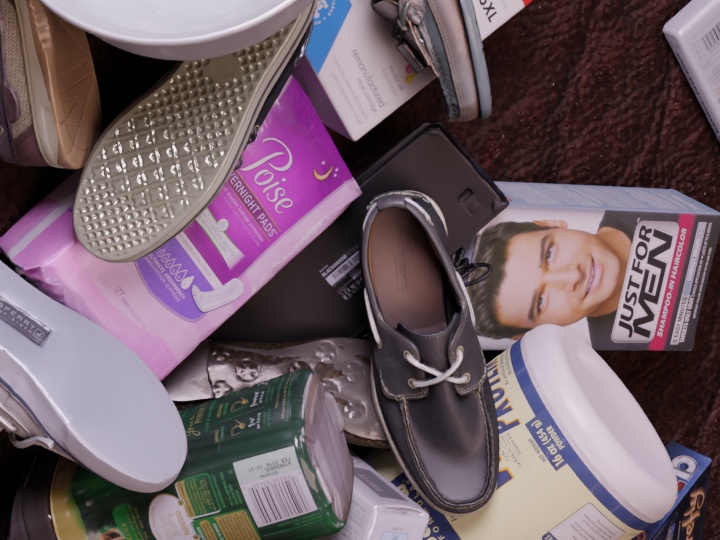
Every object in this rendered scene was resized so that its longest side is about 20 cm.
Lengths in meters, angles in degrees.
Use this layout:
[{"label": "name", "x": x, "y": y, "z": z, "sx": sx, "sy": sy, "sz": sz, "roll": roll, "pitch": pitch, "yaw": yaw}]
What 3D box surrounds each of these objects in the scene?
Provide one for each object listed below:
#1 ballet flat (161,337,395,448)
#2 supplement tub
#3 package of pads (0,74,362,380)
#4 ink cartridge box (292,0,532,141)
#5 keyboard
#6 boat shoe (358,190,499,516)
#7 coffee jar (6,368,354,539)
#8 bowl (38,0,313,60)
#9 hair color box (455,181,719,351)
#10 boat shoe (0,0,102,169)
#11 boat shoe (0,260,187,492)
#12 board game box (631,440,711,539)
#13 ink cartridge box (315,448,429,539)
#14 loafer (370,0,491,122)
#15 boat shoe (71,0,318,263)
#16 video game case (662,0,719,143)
[{"label": "ballet flat", "x": -0.045, "y": 0.076, "z": 1.615, "sx": 0.199, "sy": 0.046, "sz": 0.068, "roll": 5, "pitch": 65, "yaw": -12}, {"label": "supplement tub", "x": 0.086, "y": 0.145, "z": 1.669, "sx": 0.200, "sy": 0.145, "sz": 0.145, "roll": -38, "pitch": 128, "yaw": 14}, {"label": "package of pads", "x": -0.104, "y": -0.031, "z": 1.550, "sx": 0.200, "sy": 0.076, "sz": 0.121, "roll": -42, "pitch": 125, "yaw": -12}, {"label": "ink cartridge box", "x": 0.032, "y": -0.188, "z": 1.578, "sx": 0.200, "sy": 0.067, "sz": 0.116, "roll": -39, "pitch": 123, "yaw": -13}, {"label": "keyboard", "x": 0.000, "y": 0.000, "z": 1.637, "sx": 0.200, "sy": 0.040, "sz": 0.104, "roll": -39, "pitch": 108, "yaw": 8}, {"label": "boat shoe", "x": 0.038, "y": 0.051, "z": 1.572, "sx": 0.071, "sy": 0.068, "sz": 0.201, "roll": -12, "pitch": 90, "yaw": -1}, {"label": "coffee jar", "x": -0.108, "y": 0.131, "z": 1.547, "sx": 0.199, "sy": 0.104, "sz": 0.086, "roll": -17, "pitch": 112, "yaw": 13}, {"label": "bowl", "x": -0.089, "y": -0.189, "z": 1.406, "sx": 0.201, "sy": 0.201, "sz": 0.090, "roll": -41, "pitch": 159, "yaw": -12}, {"label": "hair color box", "x": 0.136, "y": -0.002, "z": 1.723, "sx": 0.199, "sy": 0.061, "sz": 0.100, "roll": 1, "pitch": 108, "yaw": -32}, {"label": "boat shoe", "x": -0.194, "y": -0.152, "z": 1.450, "sx": 0.072, "sy": 0.064, "sz": 0.201, "roll": -47, "pitch": 129, "yaw": -65}, {"label": "boat shoe", "x": -0.193, "y": 0.065, "z": 1.497, "sx": 0.202, "sy": 0.086, "sz": 0.075, "roll": 37, "pitch": 52, "yaw": -4}, {"label": "board game box", "x": 0.188, "y": 0.234, "z": 1.802, "sx": 0.136, "sy": 0.034, "sz": 0.201, "roll": -46, "pitch": 148, "yaw": -39}, {"label": "ink cartridge box", "x": -0.042, "y": 0.208, "z": 1.632, "sx": 0.047, "sy": 0.160, "sz": 0.201, "roll": 11, "pitch": 103, "yaw": -33}, {"label": "loafer", "x": 0.025, "y": -0.176, "z": 1.506, "sx": 0.063, "sy": 0.072, "sz": 0.201, "roll": -16, "pitch": 109, "yaw": -3}, {"label": "boat shoe", "x": -0.089, "y": -0.088, "z": 1.472, "sx": 0.201, "sy": 0.074, "sz": 0.062, "roll": -56, "pitch": 171, "yaw": 0}, {"label": "video game case", "x": 0.314, "y": -0.160, "z": 1.799, "sx": 0.200, "sy": 0.023, "sz": 0.182, "roll": -42, "pitch": 125, "yaw": -13}]
